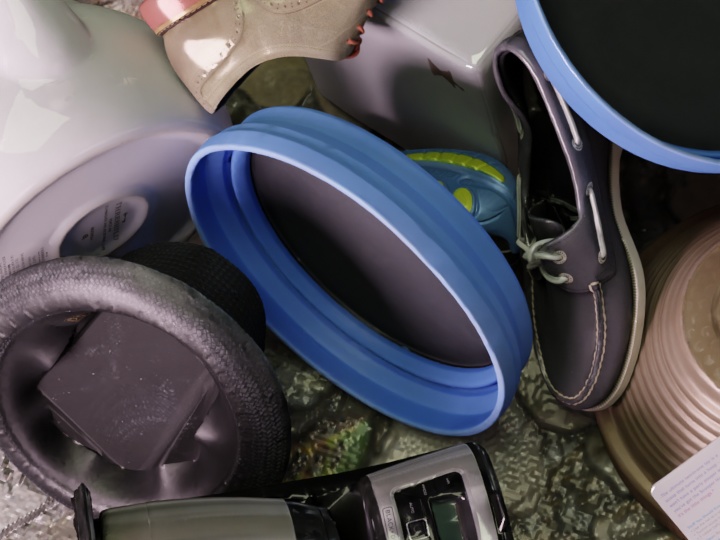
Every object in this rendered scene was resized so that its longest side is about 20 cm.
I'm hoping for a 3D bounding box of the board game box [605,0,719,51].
[{"bbox_3d":[0.222,-0.139,0.791,0.199,0.019,0.103,20,77,-10],"label":"board game box"}]

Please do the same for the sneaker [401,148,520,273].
[{"bbox_3d":[0.005,-0.030,0.893,0.199,0.083,0.071,13,45,36],"label":"sneaker"}]

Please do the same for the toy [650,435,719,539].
[{"bbox_3d":[0.242,0.139,0.727,0.115,0.047,0.200,-41,86,19],"label":"toy"}]

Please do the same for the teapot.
[{"bbox_3d":[-0.174,-0.074,0.863,0.200,0.197,0.146,-45,68,21],"label":"teapot"}]

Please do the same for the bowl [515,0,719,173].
[{"bbox_3d":[0.163,-0.141,0.745,0.200,0.039,0.202,3,78,-14],"label":"bowl"}]

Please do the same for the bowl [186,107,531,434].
[{"bbox_3d":[0.000,0.000,0.802,0.200,0.201,0.039,29,63,25],"label":"bowl"}]

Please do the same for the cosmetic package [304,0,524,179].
[{"bbox_3d":[0.077,-0.176,0.891,0.166,0.167,0.200,35,77,26],"label":"cosmetic package"}]

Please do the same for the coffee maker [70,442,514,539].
[{"bbox_3d":[-0.034,0.158,0.774,0.199,0.192,0.135,-6,84,-11],"label":"coffee maker"}]

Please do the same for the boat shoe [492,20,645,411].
[{"bbox_3d":[0.093,-0.023,0.782,0.072,0.063,0.201,11,110,48],"label":"boat shoe"}]

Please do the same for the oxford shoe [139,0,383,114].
[{"bbox_3d":[-0.007,-0.145,0.781,0.199,0.070,0.075,-25,96,17],"label":"oxford shoe"}]

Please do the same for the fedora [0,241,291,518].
[{"bbox_3d":[-0.111,0.051,0.847,0.200,0.201,0.092,10,40,20],"label":"fedora"}]

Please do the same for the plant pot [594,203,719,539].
[{"bbox_3d":[0.211,0.039,0.794,0.200,0.093,0.202,-6,62,12],"label":"plant pot"}]
